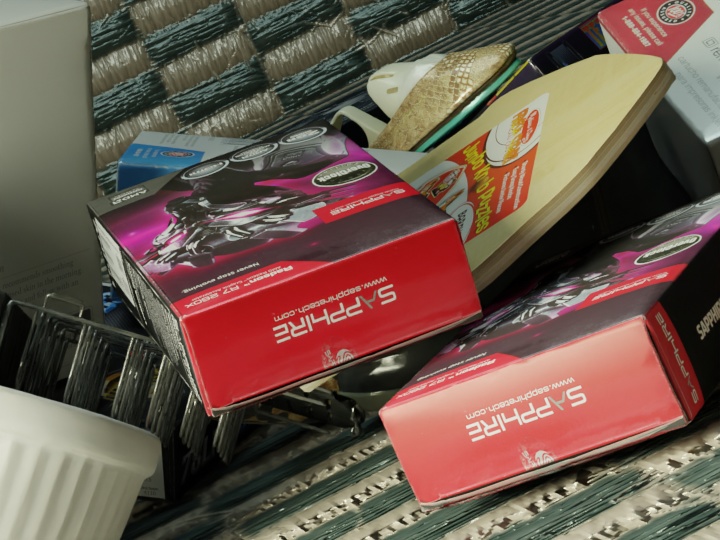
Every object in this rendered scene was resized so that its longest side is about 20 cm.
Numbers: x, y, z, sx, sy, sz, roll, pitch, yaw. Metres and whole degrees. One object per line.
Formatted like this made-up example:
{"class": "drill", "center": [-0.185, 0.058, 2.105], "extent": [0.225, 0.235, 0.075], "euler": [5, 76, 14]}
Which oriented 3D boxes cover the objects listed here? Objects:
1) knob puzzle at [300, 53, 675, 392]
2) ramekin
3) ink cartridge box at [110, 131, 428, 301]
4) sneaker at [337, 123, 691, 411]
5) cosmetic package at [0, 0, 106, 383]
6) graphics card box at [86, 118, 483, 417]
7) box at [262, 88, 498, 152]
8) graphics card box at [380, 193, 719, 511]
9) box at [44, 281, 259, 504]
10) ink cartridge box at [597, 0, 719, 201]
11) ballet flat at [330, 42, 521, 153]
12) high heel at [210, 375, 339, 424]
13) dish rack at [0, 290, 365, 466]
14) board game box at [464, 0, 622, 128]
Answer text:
{"class": "knob puzzle", "center": [0.067, -0.032, 1.261], "extent": [0.220, 0.030, 0.220], "euler": [-37, 16, 13]}
{"class": "ramekin", "center": [-0.196, 0.097, 1.231], "extent": [0.202, 0.094, 0.202], "euler": [14, -9, 2]}
{"class": "ink cartridge box", "center": [-0.036, -0.026, 1.573], "extent": [0.200, 0.084, 0.145], "euler": [4, 9, 0]}
{"class": "sneaker", "center": [0.066, -0.010, 1.358], "extent": [0.200, 0.106, 0.075], "euler": [-26, 8, -2]}
{"class": "cosmetic package", "center": [-0.247, -0.049, 1.443], "extent": [0.199, 0.200, 0.123], "euler": [14, 22, 39]}
{"class": "graphics card box", "center": [-0.038, -0.006, 1.201], "extent": [0.125, 0.051, 0.200], "euler": [-20, 19, -10]}
{"class": "box", "center": [-0.015, -0.055, 1.910], "extent": [0.200, 0.104, 0.182], "euler": [-29, 8, -29]}
{"class": "graphics card box", "center": [0.102, 0.028, 1.153], "extent": [0.125, 0.051, 0.200], "euler": [-22, 7, 28]}
{"class": "box", "center": [-0.153, 0.060, 1.505], "extent": [0.198, 0.050, 0.200], "euler": [8, 21, 20]}
{"class": "ink cartridge box", "center": [0.241, -0.109, 1.351], "extent": [0.200, 0.083, 0.146], "euler": [-26, 36, -3]}
{"class": "ballet flat", "center": [0.018, -0.086, 1.680], "extent": [0.200, 0.065, 0.071], "euler": [-47, -4, 33]}
{"class": "high heel", "center": [0.000, 0.000, 1.399], "extent": [0.200, 0.071, 0.143], "euler": [-23, -35, -25]}
{"class": "dish rack", "center": [-0.098, 0.058, 1.311], "extent": [0.200, 0.055, 0.153], "euler": [15, -7, 3]}
{"class": "board game box", "center": [0.115, -0.091, 1.721], "extent": [0.165, 0.057, 0.200], "euler": [-46, -5, 34]}
